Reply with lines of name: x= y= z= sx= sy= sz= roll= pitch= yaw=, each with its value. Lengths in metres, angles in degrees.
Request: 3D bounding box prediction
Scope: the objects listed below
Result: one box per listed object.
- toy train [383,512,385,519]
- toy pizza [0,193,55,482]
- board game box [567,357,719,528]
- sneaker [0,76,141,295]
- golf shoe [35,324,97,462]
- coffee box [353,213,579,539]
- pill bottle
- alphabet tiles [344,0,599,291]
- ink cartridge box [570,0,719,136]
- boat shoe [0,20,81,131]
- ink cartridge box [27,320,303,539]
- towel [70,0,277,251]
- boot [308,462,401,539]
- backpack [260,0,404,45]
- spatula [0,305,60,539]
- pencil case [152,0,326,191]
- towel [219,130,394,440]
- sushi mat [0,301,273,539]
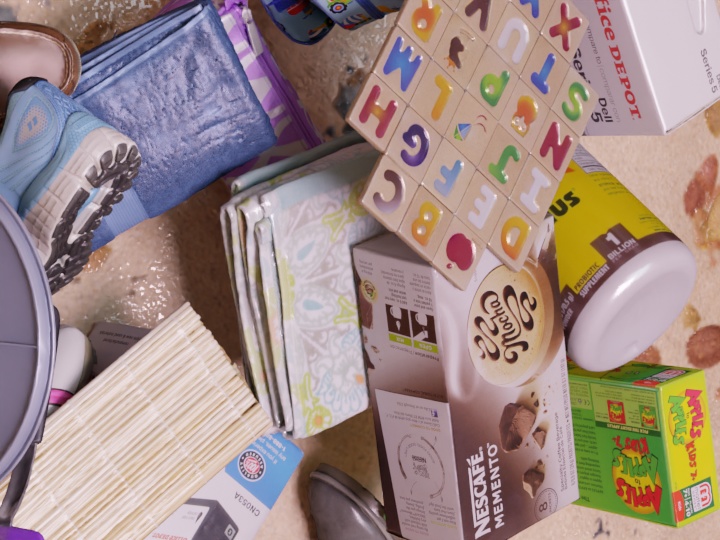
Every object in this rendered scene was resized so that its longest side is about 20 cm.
toy train: x=0.080 y=0.107 z=1.300 sx=0.056 sy=0.042 sz=0.201 roll=44 pitch=66 yaw=-31
toy pizza: x=-0.247 y=0.034 z=1.037 sx=0.032 sy=0.199 sz=0.202 roll=-6 pitch=98 yaw=-63
board game box: x=0.166 y=0.117 z=1.346 sx=0.047 sy=0.199 sz=0.103 roll=-17 pitch=103 yaw=-35
sneaker: x=-0.199 y=-0.037 z=1.067 sx=0.090 sy=0.200 sz=0.078 roll=48 pitch=40 yaw=9
golf shoe: x=-0.241 y=0.095 z=1.110 sx=0.200 sy=0.072 sz=0.092 roll=-47 pitch=117 yaw=-25
coffee box: x=0.070 y=0.069 z=1.194 sx=0.112 sy=0.079 sz=0.202 roll=-21 pitch=113 yaw=-38
pill bottle: x=0.130 y=-0.033 z=1.279 sx=0.109 sy=0.200 sz=0.110 roll=-30 pitch=148 yaw=-21
alphabet tiles: x=0.072 y=-0.098 z=1.116 sx=0.166 sy=0.006 sz=0.201 roll=40 pitch=67 yaw=-35
ink cartridge box: x=0.150 y=-0.176 z=1.314 sx=0.084 sy=0.199 sz=0.147 roll=-33 pitch=112 yaw=-31
boat shoe: x=-0.253 y=-0.101 z=1.046 sx=0.198 sy=0.068 sz=0.073 roll=-12 pitch=94 yaw=-14
ink cartridge box: x=-0.151 y=0.156 z=1.175 sx=0.145 sy=0.083 sz=0.201 roll=43 pitch=68 yaw=-31
towel: x=-0.155 y=-0.077 z=1.134 sx=0.199 sy=0.049 sz=0.112 roll=-30 pitch=114 yaw=-6
boot: x=-0.041 y=0.261 z=1.287 sx=0.200 sy=0.072 sz=0.183 roll=-40 pitch=114 yaw=-21
backpack: x=-0.024 y=-0.229 z=1.160 sx=0.134 sy=0.201 sz=0.183 roll=-29 pitch=122 yaw=12
spatula: x=-0.197 y=0.113 z=1.069 sx=0.021 sy=0.056 sz=0.202 roll=67 pitch=26 yaw=-63
pencil case: x=-0.065 y=-0.100 z=1.225 sx=0.201 sy=0.085 sz=0.084 roll=58 pitch=33 yaw=-28
towel: x=0.000 y=0.000 z=1.201 sx=0.199 sy=0.048 sz=0.173 roll=-23 pitch=116 yaw=-37
sushi mat: x=-0.148 y=0.116 z=1.113 sx=0.200 sy=0.012 sz=0.096 roll=-41 pitch=100 yaw=-23
